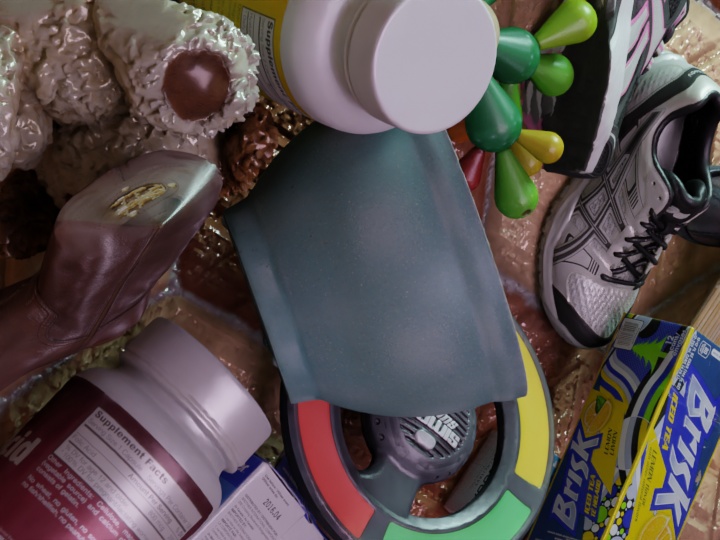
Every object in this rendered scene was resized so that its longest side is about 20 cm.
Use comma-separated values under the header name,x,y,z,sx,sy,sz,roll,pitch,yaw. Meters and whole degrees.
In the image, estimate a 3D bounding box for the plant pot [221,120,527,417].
name,x,y,z,sx,sy,sz,roll,pitch,yaw
plant pot,0.000,0.000,1.608,0.133,0.201,0.201,-20,120,-2

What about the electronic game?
name,x,y,z,sx,sy,sz,roll,pitch,yaw
electronic game,0.037,0.091,1.715,0.199,0.042,0.201,9,74,-32

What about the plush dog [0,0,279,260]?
name,x,y,z,sx,sy,sz,roll,pitch,yaw
plush dog,-0.141,-0.089,1.526,0.199,0.161,0.172,-15,136,6

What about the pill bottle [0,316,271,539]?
name,x,y,z,sx,sy,sz,roll,pitch,yaw
pill bottle,-0.153,0.129,1.594,0.200,0.114,0.114,-45,127,-14

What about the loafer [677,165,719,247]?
name,x,y,z,sx,sy,sz,roll,pitch,yaw
loafer,0.299,-0.034,1.886,0.199,0.063,0.072,-1,106,-35

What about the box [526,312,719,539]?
name,x,y,z,sx,sy,sz,roll,pitch,yaw
box,0.170,0.133,1.775,0.070,0.064,0.201,33,77,-40

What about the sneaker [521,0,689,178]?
name,x,y,z,sx,sy,sz,roll,pitch,yaw
sneaker,0.166,-0.152,1.740,0.086,0.080,0.201,3,106,-37

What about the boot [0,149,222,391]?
name,x,y,z,sx,sy,sz,roll,pitch,yaw
boot,-0.174,0.010,1.482,0.186,0.200,0.064,-26,82,-26

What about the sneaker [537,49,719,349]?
name,x,y,z,sx,sy,sz,roll,pitch,yaw
sneaker,0.176,-0.039,1.783,0.075,0.088,0.201,4,106,-38

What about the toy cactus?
name,x,y,z,sx,sy,sz,roll,pitch,yaw
toy cactus,0.071,-0.137,1.657,0.165,0.102,0.201,14,85,-56

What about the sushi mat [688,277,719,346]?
name,x,y,z,sx,sy,sz,roll,pitch,yaw
sushi mat,0.245,0.053,1.873,0.095,0.012,0.201,10,118,-45

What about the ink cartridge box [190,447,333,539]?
name,x,y,z,sx,sy,sz,roll,pitch,yaw
ink cartridge box,-0.088,0.191,1.687,0.200,0.076,0.137,-44,127,-12

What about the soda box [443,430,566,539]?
name,x,y,z,sx,sy,sz,roll,pitch,yaw
soda box,0.145,0.189,1.853,0.200,0.068,0.064,43,74,-37

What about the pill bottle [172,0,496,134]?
name,x,y,z,sx,sy,sz,roll,pitch,yaw
pill bottle,-0.015,-0.138,1.538,0.111,0.200,0.112,-13,114,-31
